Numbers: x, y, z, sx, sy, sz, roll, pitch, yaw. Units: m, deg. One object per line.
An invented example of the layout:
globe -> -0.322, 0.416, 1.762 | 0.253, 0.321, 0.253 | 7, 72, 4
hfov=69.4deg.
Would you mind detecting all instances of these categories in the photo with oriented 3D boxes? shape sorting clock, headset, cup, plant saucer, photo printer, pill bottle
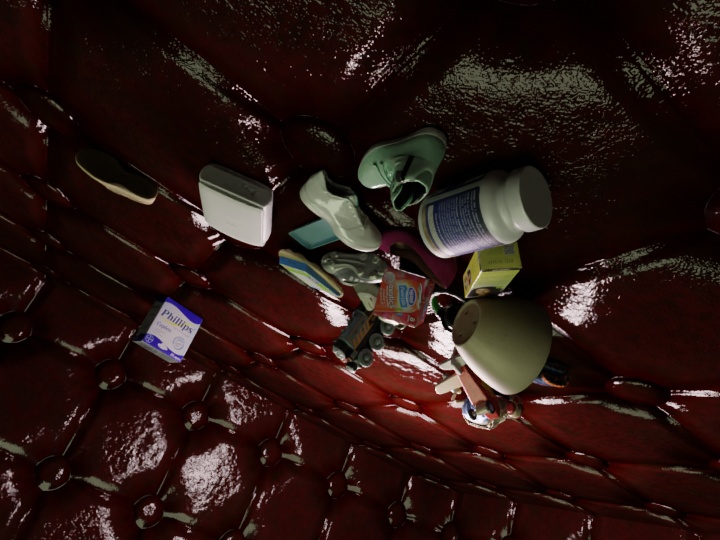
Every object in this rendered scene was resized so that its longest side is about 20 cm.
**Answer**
shape sorting clock -> -0.125, 0.006, 1.326 | 0.197, 0.040, 0.200 | 30, 168, 7
headset -> 0.251, 0.102, 1.223 | 0.200, 0.094, 0.123 | 46, 149, -10
cup -> 0.274, 0.135, 1.080 | 0.141, 0.204, 0.200 | 24, 154, -15
plant saucer -> -0.084, -0.090, 1.172 | 0.070, 0.019, 0.198 | 38, 148, -27
photo printer -> -0.279, -0.137, 1.180 | 0.163, 0.070, 0.201 | 23, 153, -1
pill bottle -> 0.197, -0.093, 0.838 | 0.115, 0.117, 0.198 | 38, 150, -28

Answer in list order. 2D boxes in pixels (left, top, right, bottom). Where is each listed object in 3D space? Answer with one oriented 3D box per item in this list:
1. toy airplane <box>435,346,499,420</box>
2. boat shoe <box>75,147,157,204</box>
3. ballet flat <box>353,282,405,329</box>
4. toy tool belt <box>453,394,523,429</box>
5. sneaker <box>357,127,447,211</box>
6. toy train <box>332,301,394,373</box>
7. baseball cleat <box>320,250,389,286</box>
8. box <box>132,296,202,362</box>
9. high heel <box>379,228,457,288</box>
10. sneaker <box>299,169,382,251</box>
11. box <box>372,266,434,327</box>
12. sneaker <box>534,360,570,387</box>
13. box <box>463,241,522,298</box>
toy airplane -> 0.315, 0.295, 1.452 | 0.197, 0.140, 0.203 | 19, 116, 26
boat shoe -> -0.599, -0.222, 1.274 | 0.198, 0.072, 0.064 | 32, 151, -20
ballet flat -> 0.048, 0.085, 1.332 | 0.198, 0.065, 0.067 | 35, 151, -21
toy tool belt -> 0.390, 0.422, 1.608 | 0.121, 0.127, 0.199 | 26, 154, -26
sneaker -> 0.047, -0.150, 0.851 | 0.073, 0.120, 0.199 | 35, 152, -27
toy train -> 0.007, 0.168, 1.379 | 0.114, 0.201, 0.085 | 44, 155, -11
baseball cleat -> 0.000, 0.000, 1.229 | 0.197, 0.071, 0.107 | 15, 160, 37
box -> -0.771, 0.238, 2.087 | 0.104, 0.203, 0.183 | -10, 139, 45
high heel -> 0.100, -0.025, 1.056 | 0.196, 0.098, 0.068 | 8, 150, 27
sneaker -> -0.023, -0.117, 1.023 | 0.199, 0.076, 0.088 | 37, 135, -17
box -> 0.098, 0.056, 1.116 | 0.094, 0.102, 0.200 | 17, -179, 12
sneaker -> 0.430, 0.253, 1.330 | 0.197, 0.076, 0.079 | 24, 157, 2
box -> 0.244, 0.004, 0.983 | 0.073, 0.051, 0.200 | -4, 162, 3
